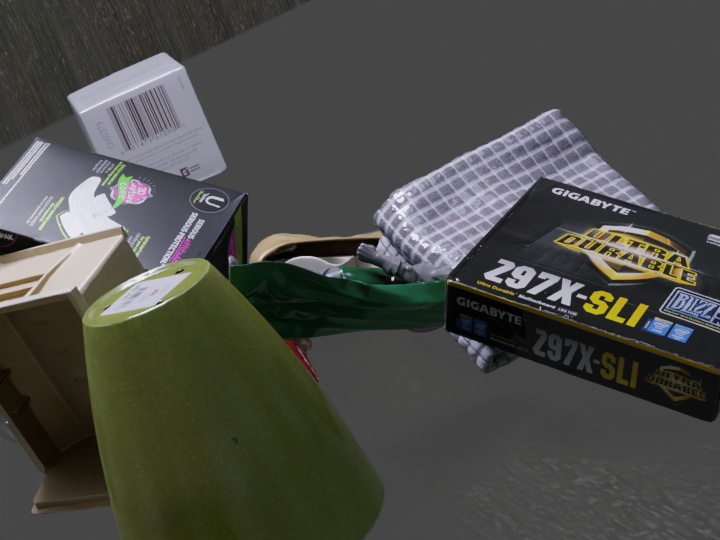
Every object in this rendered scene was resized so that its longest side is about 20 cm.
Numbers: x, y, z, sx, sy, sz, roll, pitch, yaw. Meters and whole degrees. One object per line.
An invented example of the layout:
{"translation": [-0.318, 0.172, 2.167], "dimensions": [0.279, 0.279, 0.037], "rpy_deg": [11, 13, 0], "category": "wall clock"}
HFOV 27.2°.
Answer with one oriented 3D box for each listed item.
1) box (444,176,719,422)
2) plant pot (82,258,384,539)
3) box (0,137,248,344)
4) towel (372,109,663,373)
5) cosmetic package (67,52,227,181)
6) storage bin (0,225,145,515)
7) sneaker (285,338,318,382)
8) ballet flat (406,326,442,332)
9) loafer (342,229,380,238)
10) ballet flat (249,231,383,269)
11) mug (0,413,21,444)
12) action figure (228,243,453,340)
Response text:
{"translation": [0.180, 0.014, 1.031], "dimensions": [0.200, 0.049, 0.160], "rpy_deg": [19, 40, 25], "category": "box"}
{"translation": [-0.106, 0.101, 1.014], "dimensions": [0.187, 0.200, 0.187], "rpy_deg": [-21, 19, 7], "category": "plant pot"}
{"translation": [-0.208, 0.000, 1.261], "dimensions": [0.199, 0.149, 0.124], "rpy_deg": [15, 44, 13], "category": "box"}
{"translation": [0.132, -0.030, 1.188], "dimensions": [0.200, 0.086, 0.166], "rpy_deg": [-28, 49, -18], "category": "towel"}
{"translation": [-0.311, -0.201, 2.157], "dimensions": [0.164, 0.165, 0.200], "rpy_deg": [-25, 19, -7], "category": "cosmetic package"}
{"translation": [-0.233, 0.085, 1.190], "dimensions": [0.198, 0.200, 0.094], "rpy_deg": [-12, 31, 31], "category": "storage bin"}
{"translation": [-0.085, 0.071, 1.288], "dimensions": [0.077, 0.073, 0.200], "rpy_deg": [-38, 12, 7], "category": "sneaker"}
{"translation": [0.113, -0.006, 1.284], "dimensions": [0.200, 0.069, 0.071], "rpy_deg": [-29, -6, -18], "category": "ballet flat"}
{"translation": [0.024, -0.005, 1.404], "dimensions": [0.200, 0.063, 0.072], "rpy_deg": [-31, 62, -19], "category": "loafer"}
{"translation": [0.000, 0.000, 1.321], "dimensions": [0.199, 0.069, 0.063], "rpy_deg": [-3, 8, 2], "category": "ballet flat"}
{"translation": [-0.265, 0.076, 1.387], "dimensions": [0.199, 0.148, 0.175], "rpy_deg": [-5, 27, 2], "category": "mug"}
{"translation": [0.004, 0.016, 1.081], "dimensions": [0.199, 0.055, 0.118], "rpy_deg": [0, -25, -7], "category": "action figure"}
